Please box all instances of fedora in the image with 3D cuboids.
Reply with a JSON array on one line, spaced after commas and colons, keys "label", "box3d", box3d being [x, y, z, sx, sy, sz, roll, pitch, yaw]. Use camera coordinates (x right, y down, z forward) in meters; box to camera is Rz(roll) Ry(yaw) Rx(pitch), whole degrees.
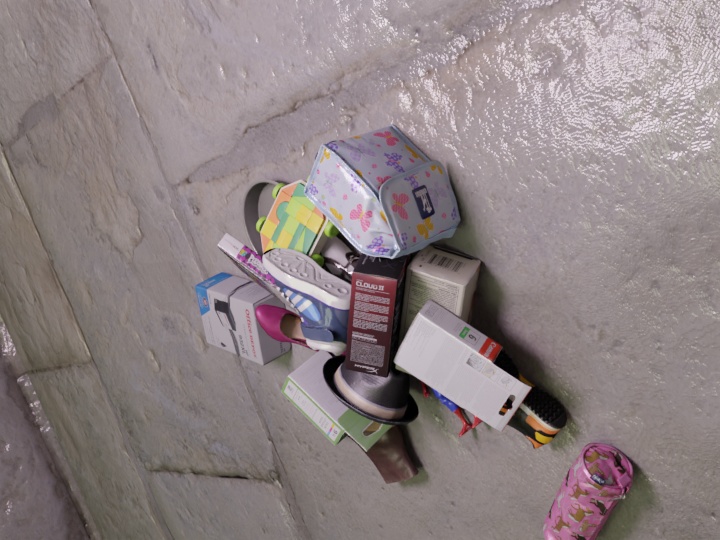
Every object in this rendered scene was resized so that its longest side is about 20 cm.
[{"label": "fedora", "box3d": [0.030, 0.181, 1.411, 0.200, 0.200, 0.092, 33, 111, 29]}]

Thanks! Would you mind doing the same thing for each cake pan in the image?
[{"label": "cake pan", "box3d": [-0.152, -0.084, 1.546, 0.199, 0.037, 0.202, 24, 127, 37]}]

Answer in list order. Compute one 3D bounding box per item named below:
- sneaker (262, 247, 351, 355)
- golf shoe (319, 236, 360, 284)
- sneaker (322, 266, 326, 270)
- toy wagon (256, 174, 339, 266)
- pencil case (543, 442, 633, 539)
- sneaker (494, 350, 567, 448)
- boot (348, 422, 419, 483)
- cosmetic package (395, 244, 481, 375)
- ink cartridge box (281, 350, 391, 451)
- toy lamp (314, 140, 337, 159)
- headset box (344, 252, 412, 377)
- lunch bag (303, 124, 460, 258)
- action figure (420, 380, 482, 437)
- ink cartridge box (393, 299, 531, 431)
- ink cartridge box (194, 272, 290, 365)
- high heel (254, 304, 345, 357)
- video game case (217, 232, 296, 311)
[{"label": "sneaker", "box3d": [-0.094, 0.065, 1.359, 0.199, 0.080, 0.148, 28, 125, 25]}, {"label": "golf shoe", "box3d": [0.000, 0.000, 1.419, 0.094, 0.078, 0.201, -38, 84, 32]}, {"label": "sneaker", "box3d": [-0.056, 0.044, 1.453, 0.109, 0.069, 0.202, -111, 0, -74]}, {"label": "toy wagon", "box3d": [-0.104, -0.098, 1.417, 0.155, 0.039, 0.202, 35, 104, 31]}, {"label": "pencil case", "box3d": [0.347, 0.359, 1.233, 0.082, 0.087, 0.202, 15, 128, 3]}, {"label": "sneaker", "box3d": [0.229, 0.202, 1.277, 0.200, 0.070, 0.091, 42, 132, 20]}, {"label": "boot", "box3d": [0.013, 0.347, 1.580, 0.199, 0.072, 0.168, -26, 89, 46]}, {"label": "cosmetic package", "box3d": [0.124, 0.073, 1.291, 0.102, 0.087, 0.202, 18, 124, 18]}, {"label": "ink cartridge box", "box3d": [-0.039, 0.249, 1.475, 0.200, 0.104, 0.060, 41, 136, 15]}, {"label": "toy lamp", "box3d": [0.003, -0.129, 1.348, 0.201, 0.058, 0.058, 53, 139, 14]}, {"label": "headset box", "box3d": [0.032, 0.043, 1.278, 0.074, 0.149, 0.202, 10, 120, 9]}, {"label": "lunch bag", "box3d": [0.045, -0.116, 1.223, 0.200, 0.169, 0.128, 48, 135, 20]}, {"label": "action figure", "box3d": [0.134, 0.192, 1.392, 0.201, 0.051, 0.065, 56, 142, 12]}, {"label": "ink cartridge box", "box3d": [0.159, 0.145, 1.222, 0.199, 0.050, 0.110, 33, 127, 10]}, {"label": "ink cartridge box", "box3d": [-0.253, 0.101, 1.716, 0.199, 0.083, 0.147, 14, 120, 41]}, {"label": "high heel", "box3d": [-0.104, 0.112, 1.534, 0.199, 0.068, 0.096, 28, 152, -19]}, {"label": "video game case", "box3d": [-0.170, 0.015, 1.509, 0.180, 0.036, 0.200, 34, 172, 11]}]
